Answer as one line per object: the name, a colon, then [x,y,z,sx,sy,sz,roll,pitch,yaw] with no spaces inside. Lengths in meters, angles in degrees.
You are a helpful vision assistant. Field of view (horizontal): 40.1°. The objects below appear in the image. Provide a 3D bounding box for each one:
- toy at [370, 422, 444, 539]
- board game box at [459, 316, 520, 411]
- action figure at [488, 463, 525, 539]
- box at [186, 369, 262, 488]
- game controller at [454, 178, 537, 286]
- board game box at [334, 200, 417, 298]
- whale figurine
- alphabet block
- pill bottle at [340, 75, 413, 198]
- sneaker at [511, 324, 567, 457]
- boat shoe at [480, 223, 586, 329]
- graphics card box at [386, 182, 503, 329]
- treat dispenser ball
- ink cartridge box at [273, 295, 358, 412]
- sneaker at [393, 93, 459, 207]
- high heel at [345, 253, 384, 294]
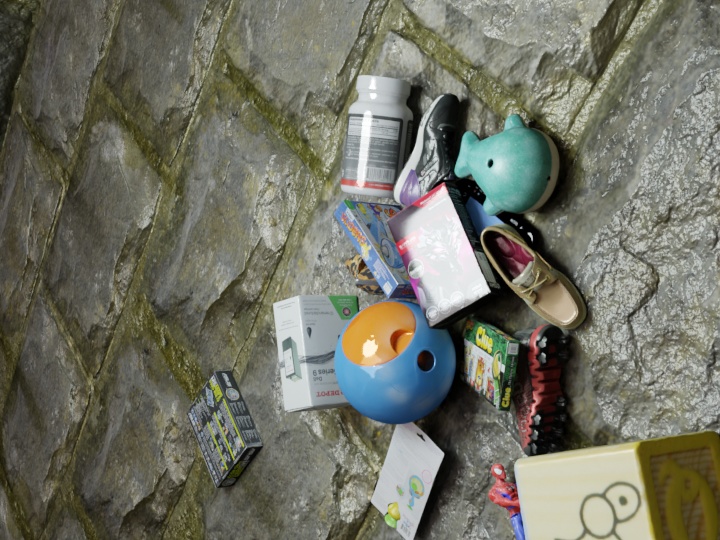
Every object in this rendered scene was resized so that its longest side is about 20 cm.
toy: [0.090,0.352,1.683,0.115,0.047,0.202,40,122,39]
board game box: [0.195,0.138,1.510,0.200,0.023,0.106,-147,66,-77]
action figure: [0.257,0.368,1.470,0.201,0.065,0.099,63,140,28]
box: [-0.299,0.345,2.144,0.161,0.044,0.201,-54,52,34]
game controller: [0.198,-0.063,1.567,0.200,0.042,0.105,44,122,40]
board game box: [0.056,-0.035,1.663,0.035,0.135,0.201,-55,51,31]
whale figurine: [0.207,-0.164,1.508,0.199,0.103,0.161,27,107,48]
alphabet block: [0.344,0.319,1.268,0.199,0.195,0.197,-20,76,47]
pill bottle: [0.031,-0.230,1.712,0.115,0.115,0.202,13,98,49]
sneaker: [0.255,0.178,1.473,0.098,0.070,0.203,5,94,54]
boat shoe: [0.248,0.010,1.457,0.200,0.066,0.074,46,109,21]
graphics card box: [0.131,-0.022,1.554,0.125,0.051,0.202,-31,68,28]
treat dispenser ball: [0.057,0.149,1.608,0.200,0.200,0.203,-2,88,49]
ink cartridge box: [-0.071,0.151,1.802,0.084,0.145,0.202,-18,77,47]
sneaker: [0.134,-0.187,1.626,0.087,0.075,0.202,31,107,33]
high heel: [0.000,0.000,1.722,0.199,0.142,0.072,14,101,49]
